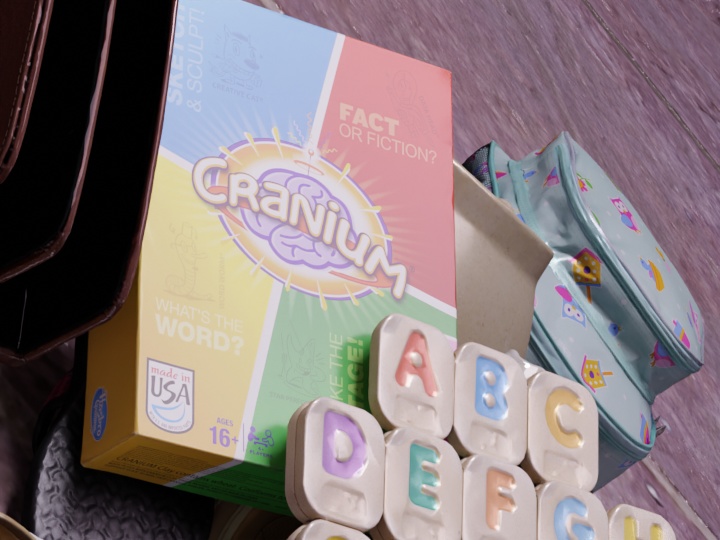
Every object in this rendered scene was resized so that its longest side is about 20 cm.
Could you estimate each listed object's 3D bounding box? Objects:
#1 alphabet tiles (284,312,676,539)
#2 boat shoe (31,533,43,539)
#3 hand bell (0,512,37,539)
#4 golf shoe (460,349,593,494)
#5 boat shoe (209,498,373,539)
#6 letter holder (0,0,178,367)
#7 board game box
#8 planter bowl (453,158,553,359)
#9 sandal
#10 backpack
[{"bbox_3d":[0.051,0.120,1.161,0.200,0.015,0.196,21,58,-35],"label":"alphabet tiles"},{"bbox_3d":[-0.077,0.136,1.071,0.200,0.065,0.074,42,20,-34],"label":"boat shoe"},{"bbox_3d":[-0.167,0.069,0.977,0.104,0.104,0.200,43,6,-32],"label":"hand bell"},{"bbox_3d":[0.079,0.099,1.299,0.077,0.088,0.200,28,-5,22],"label":"golf shoe"},{"bbox_3d":[-0.017,0.128,1.262,0.066,0.074,0.200,33,-3,35],"label":"boat shoe"},{"bbox_3d":[-0.117,-0.088,1.118,0.100,0.142,0.200,24,58,-33],"label":"letter holder"},{"bbox_3d":[-0.033,-0.005,1.190,0.153,0.040,0.201,16,61,-31],"label":"board game box"},{"bbox_3d":[0.000,0.000,1.340,0.200,0.135,0.200,42,2,-2],"label":"planter bowl"},{"bbox_3d":[-0.095,0.064,1.181,0.075,0.045,0.200,30,40,-20],"label":"sandal"},{"bbox_3d":[0.096,0.032,1.613,0.176,0.153,0.200,54,22,-15],"label":"backpack"}]
